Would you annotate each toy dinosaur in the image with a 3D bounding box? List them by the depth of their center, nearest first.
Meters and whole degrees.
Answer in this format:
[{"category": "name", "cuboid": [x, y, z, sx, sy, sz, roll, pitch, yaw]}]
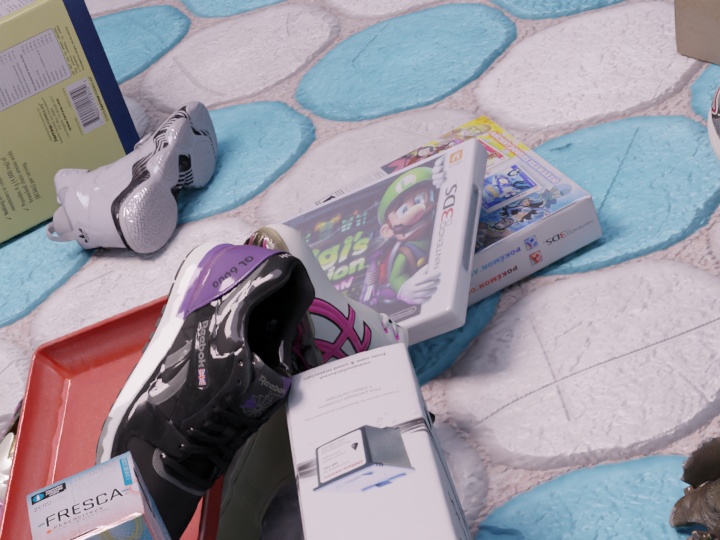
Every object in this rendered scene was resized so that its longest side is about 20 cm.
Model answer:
[{"category": "toy dinosaur", "cuboid": [0.243, 0.139, 0.996, 0.199, 0.077, 0.102, 3, 44, 40]}]

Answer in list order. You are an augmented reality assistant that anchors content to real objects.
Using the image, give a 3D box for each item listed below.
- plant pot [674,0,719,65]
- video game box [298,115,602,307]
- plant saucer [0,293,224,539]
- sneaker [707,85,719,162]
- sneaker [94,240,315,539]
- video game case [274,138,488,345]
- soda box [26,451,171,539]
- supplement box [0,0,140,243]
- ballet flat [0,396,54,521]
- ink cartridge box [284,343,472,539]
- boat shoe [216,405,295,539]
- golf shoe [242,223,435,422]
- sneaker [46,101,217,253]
[{"category": "plant pot", "cuboid": [0.382, -0.288, 1.513, 0.199, 0.178, 0.200, -32, 31, -20]}, {"category": "video game box", "cuboid": [0.067, -0.039, 1.426, 0.182, 0.047, 0.200, -29, 31, -8]}, {"category": "plant saucer", "cuboid": [-0.154, 0.119, 1.185, 0.199, 0.037, 0.201, -20, 51, 34]}, {"category": "sneaker", "cuboid": [0.317, -0.104, 1.351, 0.080, 0.075, 0.200, -21, 29, -1]}, {"category": "sneaker", "cuboid": [-0.089, 0.077, 1.057, 0.087, 0.076, 0.201, 6, 73, 44]}, {"category": "video game case", "cuboid": [0.000, 0.000, 1.343, 0.199, 0.023, 0.182, -22, 37, 30]}, {"category": "soda box", "cuboid": [-0.114, 0.203, 0.981, 0.063, 0.201, 0.068, -22, 28, -4]}, {"category": "supplement box", "cuboid": [-0.341, -0.156, 1.712, 0.199, 0.201, 0.134, -28, 30, -16]}, {"category": "ballet flat", "cuboid": [-0.236, 0.132, 1.295, 0.069, 0.071, 0.200, 22, 31, -6]}, {"category": "ink cartridge box", "cuboid": [0.021, 0.160, 1.023, 0.085, 0.147, 0.200, -19, 30, 1]}, {"category": "boat shoe", "cuboid": [-0.085, 0.130, 1.211, 0.066, 0.075, 0.200, 3, 50, 30]}, {"category": "golf shoe", "cuboid": [-0.016, 0.047, 1.178, 0.092, 0.201, 0.072, -37, 30, -26]}, {"category": "sneaker", "cuboid": [-0.210, -0.088, 1.644, 0.114, 0.075, 0.200, -3, 37, 22]}]
